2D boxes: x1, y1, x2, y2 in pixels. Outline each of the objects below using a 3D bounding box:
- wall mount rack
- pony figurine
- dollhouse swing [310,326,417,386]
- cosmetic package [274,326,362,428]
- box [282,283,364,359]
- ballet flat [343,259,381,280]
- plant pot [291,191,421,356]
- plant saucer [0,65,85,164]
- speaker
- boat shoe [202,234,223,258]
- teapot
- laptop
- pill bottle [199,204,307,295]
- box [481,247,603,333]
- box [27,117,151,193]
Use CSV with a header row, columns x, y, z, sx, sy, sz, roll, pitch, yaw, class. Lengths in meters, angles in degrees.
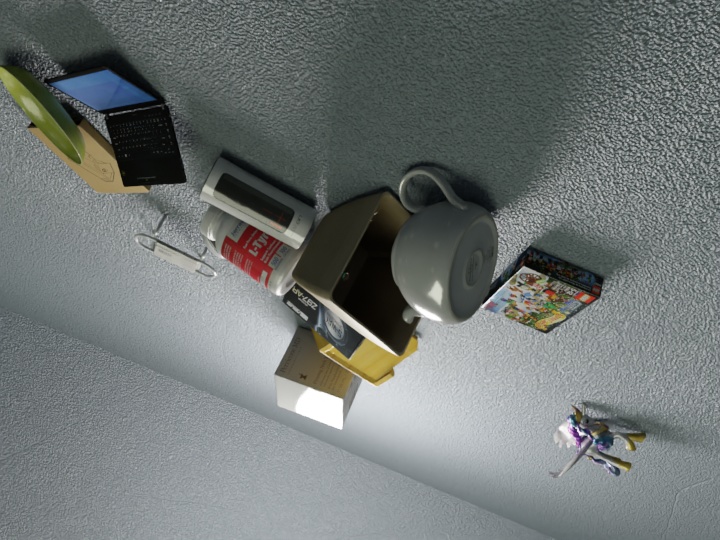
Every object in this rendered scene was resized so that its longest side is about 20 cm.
x,y,z,sx,sy,sz,roll,pitch,yaw,class
-0.414,-0.047,1.526,0.198,0.075,0.174,27,151,-11,wall mount rack
0.559,0.421,1.618,0.198,0.167,0.195,26,123,-2,pony figurine
0.015,0.152,1.619,0.199,0.176,0.182,35,-167,-29,dollhouse swing
-0.110,0.290,1.798,0.197,0.169,0.168,17,141,11,cosmetic package
-0.063,0.076,1.403,0.199,0.044,0.161,40,142,6,box
-0.016,0.002,1.304,0.197,0.069,0.069,14,163,18,ballet flat
0.000,0.000,1.149,0.176,0.202,0.199,9,155,49,plant pot
-0.542,-0.273,1.150,0.199,0.031,0.201,39,160,17,plant saucer
-0.178,-0.117,1.173,0.198,0.082,0.081,29,155,-13,speaker
-0.232,-0.039,1.380,0.198,0.074,0.068,37,156,-30,boat shoe
0.112,-0.024,1.019,0.144,0.203,0.197,18,169,33,teapot
-0.400,-0.227,1.092,0.175,0.103,0.203,3,112,36,laptop
-0.201,-0.052,1.262,0.199,0.113,0.113,34,157,9,pill bottle
0.307,0.040,1.149,0.135,0.038,0.200,22,155,-1,box
-0.534,-0.223,1.318,0.161,0.022,0.201,5,150,31,box
